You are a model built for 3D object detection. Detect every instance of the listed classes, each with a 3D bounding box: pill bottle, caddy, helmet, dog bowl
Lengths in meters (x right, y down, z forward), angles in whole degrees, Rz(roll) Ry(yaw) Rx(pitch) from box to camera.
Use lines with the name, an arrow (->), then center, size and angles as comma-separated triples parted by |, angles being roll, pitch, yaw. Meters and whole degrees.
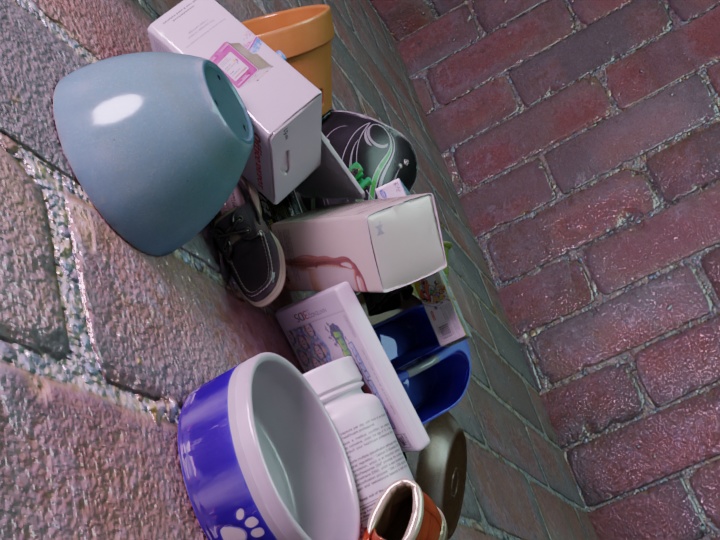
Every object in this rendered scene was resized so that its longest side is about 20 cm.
pill bottle -> -0.011, 0.204, 0.997 | 0.202, 0.112, 0.113 | 66, 14, 9
caddy -> 0.055, 0.129, 1.204 | 0.198, 0.105, 0.143 | -24, 92, -34
helmet -> -0.020, -0.117, 1.379 | 0.200, 0.197, 0.193 | 40, 65, -58
dog bowl -> -0.080, 0.184, 0.856 | 0.201, 0.078, 0.201 | 57, 15, -25

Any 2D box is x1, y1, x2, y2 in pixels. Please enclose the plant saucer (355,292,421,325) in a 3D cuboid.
plant saucer -> 0.035, 0.122, 1.277 | 0.198, 0.034, 0.204 | 8, 74, -29

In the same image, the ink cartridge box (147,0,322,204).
ink cartridge box -> -0.137, -0.193, 1.050 | 0.200, 0.084, 0.145 | 44, -20, 16

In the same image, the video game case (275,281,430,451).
video game case -> -0.015, 0.121, 1.081 | 0.202, 0.024, 0.181 | 62, -29, -3

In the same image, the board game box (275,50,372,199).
board game box -> -0.085, -0.176, 1.159 | 0.201, 0.026, 0.199 | 53, -18, -20

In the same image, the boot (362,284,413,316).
boot -> 0.000, 0.000, 1.220 | 0.200, 0.069, 0.134 | 142, -70, -72

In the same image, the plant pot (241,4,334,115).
plant pot -> -0.123, -0.286, 1.340 | 0.201, 0.197, 0.142 | -81, 159, -67

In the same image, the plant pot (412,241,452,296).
plant pot -> 0.062, 0.074, 1.408 | 0.200, 0.197, 0.193 | 9, 68, -73

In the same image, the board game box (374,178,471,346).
board game box -> 0.080, -0.005, 1.147 | 0.134, 0.034, 0.202 | 26, 41, -80

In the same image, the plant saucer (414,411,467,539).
plant saucer -> 0.114, 0.290, 1.273 | 0.200, 0.036, 0.204 | 4, 90, -72

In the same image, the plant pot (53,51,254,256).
plant pot -> -0.185, -0.134, 0.920 | 0.201, 0.133, 0.201 | 57, 16, -26

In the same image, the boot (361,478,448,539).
boot -> 0.013, 0.288, 0.849 | 0.202, 0.074, 0.108 | -61, 153, -26

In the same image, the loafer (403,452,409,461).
loafer -> 0.035, 0.281, 1.116 | 0.073, 0.070, 0.202 | 52, 18, -38

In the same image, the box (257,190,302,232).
box -> -0.126, -0.085, 1.222 | 0.159, 0.049, 0.202 | 25, 41, -65

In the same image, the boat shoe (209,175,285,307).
boat shoe -> -0.141, -0.047, 1.067 | 0.065, 0.071, 0.202 | 36, 28, -50

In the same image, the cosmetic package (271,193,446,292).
cosmetic package -> -0.006, -0.030, 1.069 | 0.102, 0.199, 0.089 | -19, 100, -33
